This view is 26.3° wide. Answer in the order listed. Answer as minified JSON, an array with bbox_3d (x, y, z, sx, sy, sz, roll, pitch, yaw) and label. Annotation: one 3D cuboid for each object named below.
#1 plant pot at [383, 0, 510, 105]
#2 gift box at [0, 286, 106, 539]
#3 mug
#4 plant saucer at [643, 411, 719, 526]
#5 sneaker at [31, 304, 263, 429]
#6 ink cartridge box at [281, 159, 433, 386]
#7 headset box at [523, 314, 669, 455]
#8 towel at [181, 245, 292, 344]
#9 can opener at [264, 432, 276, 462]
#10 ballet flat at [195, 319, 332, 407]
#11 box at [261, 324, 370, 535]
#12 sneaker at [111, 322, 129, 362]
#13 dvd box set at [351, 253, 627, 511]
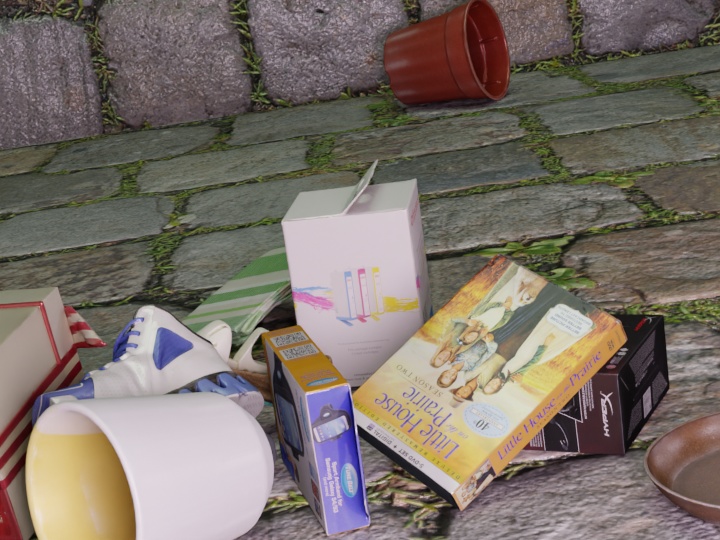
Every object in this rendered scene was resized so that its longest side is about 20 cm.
[{"bbox_3d":[0.162,-0.411,2.997,0.195,0.201,0.201,-10,13,29],"label":"plant pot"},{"bbox_3d":[-0.319,0.125,1.304,0.199,0.185,0.187,0,26,15],"label":"gift box"},{"bbox_3d":[-0.162,0.154,1.176,0.153,0.150,0.186,-11,20,-42],"label":"mug"},{"bbox_3d":[0.312,0.148,1.144,0.199,0.032,0.200,-7,15,2],"label":"plant saucer"},{"bbox_3d":[-0.189,0.093,1.274,0.199,0.081,0.115,-7,48,-39],"label":"sneaker"},{"bbox_3d":[0.000,0.000,1.526,0.125,0.201,0.129,-6,15,7],"label":"ink cartridge box"},{"bbox_3d":[0.152,0.094,1.342,0.199,0.077,0.149,1,18,27],"label":"headset box"},{"bbox_3d":[-0.116,0.025,1.706,0.152,0.023,0.200,-10,26,47],"label":"towel"},{"bbox_3d":[-0.161,0.136,1.369,0.200,0.067,0.053,5,21,41],"label":"can opener"},{"bbox_3d":[-0.109,0.085,1.387,0.199,0.073,0.068,12,10,-26],"label":"ballet flat"},{"bbox_3d":[-0.036,0.127,1.237,0.041,0.119,0.200,-11,15,-10],"label":"box"},{"bbox_3d":[-0.196,0.101,1.536,0.099,0.070,0.200,12,5,-4],"label":"sneaker"},{"bbox_3d":[0.097,0.085,1.254,0.200,0.029,0.146,-43,45,-16],"label":"dvd box set"}]
